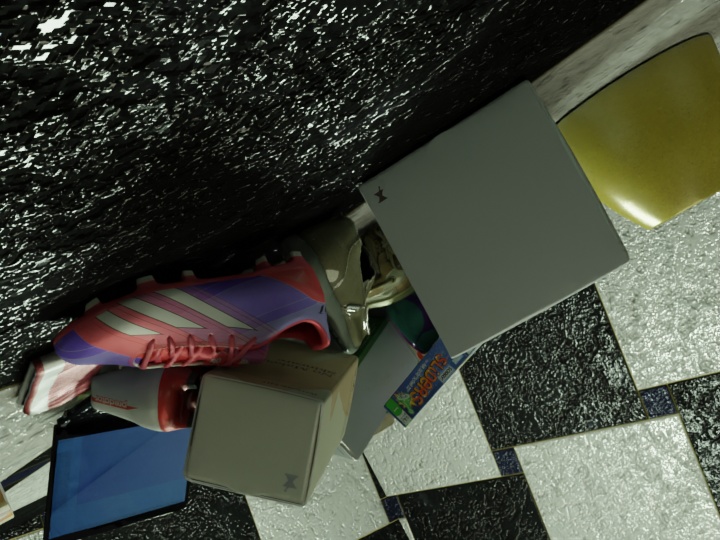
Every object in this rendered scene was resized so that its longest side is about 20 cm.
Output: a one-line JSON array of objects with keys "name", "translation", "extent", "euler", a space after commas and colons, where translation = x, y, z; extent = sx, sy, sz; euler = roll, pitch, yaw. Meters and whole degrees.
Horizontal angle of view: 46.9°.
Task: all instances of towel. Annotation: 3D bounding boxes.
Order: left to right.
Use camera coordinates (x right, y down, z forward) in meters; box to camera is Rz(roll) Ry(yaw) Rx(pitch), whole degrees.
[{"name": "towel", "translation": [-0.185, 0.060, 0.699], "extent": [0.199, 0.023, 0.144], "euler": [-25, 171, -33]}]

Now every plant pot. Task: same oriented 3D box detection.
[{"name": "plant pot", "translation": [0.316, -0.130, 0.880], "extent": [0.199, 0.143, 0.200], "euler": [-29, 173, -4]}]

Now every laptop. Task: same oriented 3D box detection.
[{"name": "laptop", "translation": [-0.191, 0.167, 0.797], "extent": [0.199, 0.104, 0.177], "euler": [-33, 161, 32]}]

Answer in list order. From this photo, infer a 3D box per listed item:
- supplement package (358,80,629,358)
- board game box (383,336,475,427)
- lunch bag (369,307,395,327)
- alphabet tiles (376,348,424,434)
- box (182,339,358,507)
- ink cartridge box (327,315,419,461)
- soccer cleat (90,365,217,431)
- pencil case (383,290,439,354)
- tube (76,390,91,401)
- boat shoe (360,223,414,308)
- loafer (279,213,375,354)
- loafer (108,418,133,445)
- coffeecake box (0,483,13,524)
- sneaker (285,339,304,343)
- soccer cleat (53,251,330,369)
[{"name": "supplement package", "translation": [0.121, -0.039, 0.693], "extent": [0.151, 0.152, 0.200], "euler": [-30, 173, 16]}, {"name": "board game box", "translation": [0.116, 0.071, 0.895], "extent": [0.200, 0.034, 0.136], "euler": [-38, 165, -46]}, {"name": "lunch bag", "translation": [0.076, 0.016, 1.042], "extent": [0.199, 0.128, 0.169], "euler": [-37, 180, -27]}, {"name": "alphabet tiles", "translation": [-0.001, 0.115, 1.111], "extent": [0.194, 0.201, 0.015], "euler": [-29, 168, -11]}, {"name": "box", "translation": [-0.062, 0.112, 0.664], "extent": [0.094, 0.079, 0.200], "euler": [12, -176, 5]}, {"name": "ink cartridge box", "translation": [-0.052, 0.127, 0.983], "extent": [0.199, 0.083, 0.147], "euler": [3, -131, 49]}, {"name": "soccer cleat", "translation": [-0.146, 0.077, 0.671], "extent": [0.084, 0.069, 0.200], "euler": [6, -169, 6]}, {"name": "pencil case", "translation": [0.104, -0.012, 0.879], "extent": [0.200, 0.085, 0.092], "euler": [-49, 167, 7]}, {"name": "tube", "translation": [-0.180, 0.087, 0.816], "extent": [0.199, 0.052, 0.058], "euler": [-19, 130, -28]}, {"name": "boat shoe", "translation": [-0.001, -0.002, 0.842], "extent": [0.199, 0.074, 0.063], "euler": [-26, 144, 18]}, {"name": "loafer", "translation": [-0.013, 0.014, 0.737], "extent": [0.069, 0.075, 0.200], "euler": [-36, 159, -7]}, {"name": "loafer", "translation": [-0.291, 0.169, 0.907], "extent": [0.070, 0.069, 0.200], "euler": [-3, 170, -20]}, {"name": "coffeecake box", "translation": [-0.421, 0.237, 0.791], "extent": [0.153, 0.074, 0.200], "euler": [-25, 172, -26]}, {"name": "sneaker", "translation": [-0.139, 0.097, 0.904], "extent": [0.199, 0.076, 0.115], "euler": [-26, 176, 19]}, {"name": "soccer cleat", "translation": [-0.109, 0.041, 0.581], "extent": [0.199, 0.077, 0.067], "euler": [-15, 166, -36]}]
